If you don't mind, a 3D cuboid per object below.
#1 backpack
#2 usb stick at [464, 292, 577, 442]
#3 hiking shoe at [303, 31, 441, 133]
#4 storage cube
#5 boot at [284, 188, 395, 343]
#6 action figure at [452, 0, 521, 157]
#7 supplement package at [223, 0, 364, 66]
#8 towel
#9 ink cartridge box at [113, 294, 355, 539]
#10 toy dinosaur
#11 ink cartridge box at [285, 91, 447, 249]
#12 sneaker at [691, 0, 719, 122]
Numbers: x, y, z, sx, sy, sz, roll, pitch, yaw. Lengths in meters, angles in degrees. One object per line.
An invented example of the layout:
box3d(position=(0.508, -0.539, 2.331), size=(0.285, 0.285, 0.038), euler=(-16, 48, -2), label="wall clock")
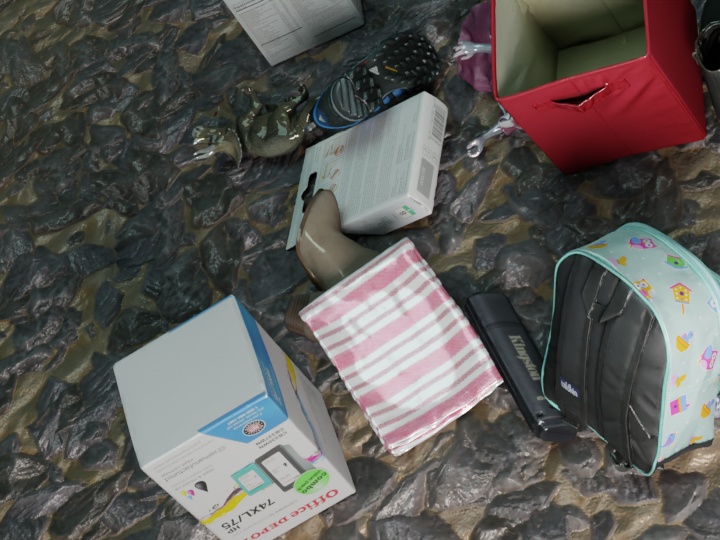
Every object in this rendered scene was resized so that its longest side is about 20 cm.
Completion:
box3d(position=(0.259, 0.059, 1.410), size=(0.153, 0.200, 0.176), euler=(-26, 41, -19), label="backpack")
box3d(position=(0.160, 0.093, 1.552), size=(0.033, 0.055, 0.200), euler=(-62, 35, 31), label="usb stick")
box3d(position=(0.014, -0.227, 1.856), size=(0.200, 0.074, 0.087), euler=(-31, 6, -41), label="hiking shoe")
box3d(position=(0.252, -0.229, 1.641), size=(0.171, 0.180, 0.200), euler=(-14, 60, 27), label="storage cube")
box3d(position=(0.000, 0.000, 1.709), size=(0.146, 0.070, 0.200), euler=(0, 66, 26), label="boot")
box3d(position=(0.176, -0.220, 1.779), size=(0.149, 0.134, 0.200), euler=(-13, 43, -9), label="action figure")
box3d(position=(-0.109, -0.420, 2.032), size=(0.147, 0.200, 0.191), euler=(-22, 47, 15), label="supplement package")
box3d(position=(0.041, 0.076, 1.610), size=(0.146, 0.030, 0.200), euler=(-35, 66, 2), label="towel")
box3d(position=(-0.125, 0.160, 1.569), size=(0.147, 0.200, 0.146), euler=(-31, 46, 7), label="ink cartridge box")
box3d(position=(-0.108, -0.176, 1.938), size=(0.200, 0.077, 0.102), euler=(-1, 67, 26), label="toy dinosaur")
box3d(position=(0.008, -0.107, 1.828), size=(0.200, 0.050, 0.161), euler=(-24, 43, 39), label="ink cartridge box")
box3d(position=(0.393, -0.252, 1.645), size=(0.075, 0.106, 0.200), euler=(-16, 48, 21), label="sneaker")
